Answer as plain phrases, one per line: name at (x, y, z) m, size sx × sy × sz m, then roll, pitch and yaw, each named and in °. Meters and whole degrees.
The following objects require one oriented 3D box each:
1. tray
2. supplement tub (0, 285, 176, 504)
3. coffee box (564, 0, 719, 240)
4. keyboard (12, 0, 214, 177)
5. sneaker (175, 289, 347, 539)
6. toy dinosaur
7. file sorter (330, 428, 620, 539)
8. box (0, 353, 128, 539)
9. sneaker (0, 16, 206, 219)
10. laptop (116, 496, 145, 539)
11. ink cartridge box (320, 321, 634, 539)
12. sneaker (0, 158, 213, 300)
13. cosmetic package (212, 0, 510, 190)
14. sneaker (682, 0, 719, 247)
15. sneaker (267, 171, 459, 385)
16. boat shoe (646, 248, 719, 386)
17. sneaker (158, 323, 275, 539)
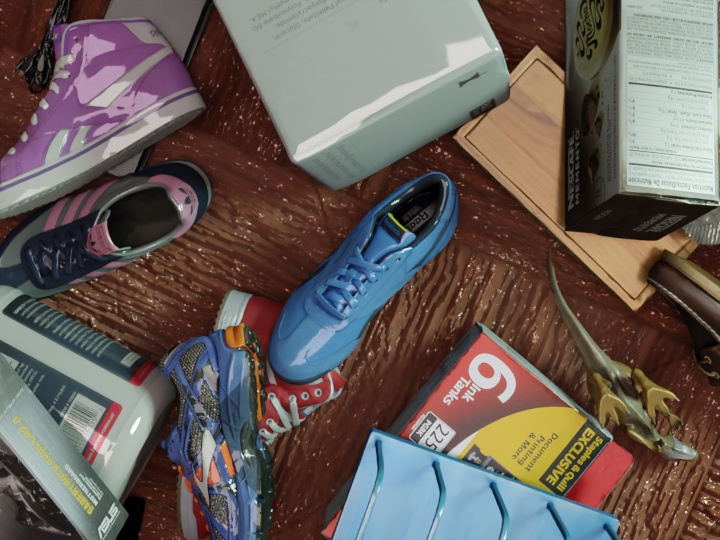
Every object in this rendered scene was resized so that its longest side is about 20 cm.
tray at (0.177, -0.072, 1.054) m, size 0.200 × 0.037 × 0.099 m, roll 43°, pitch 93°, yaw 1°
supplement tub at (-0.256, 0.100, 1.026) m, size 0.199 × 0.140 × 0.141 m, roll 28°, pitch 93°, yaw 1°
coffee box at (0.205, -0.133, 0.982) m, size 0.079 × 0.113 × 0.202 m, roll 5°, pitch 78°, yaw -11°
keyboard at (-0.199, -0.184, 1.071) m, size 0.126 × 0.021 × 0.201 m, roll 24°, pitch 93°, yaw -5°
sneaker at (-0.076, 0.125, 1.055) m, size 0.112 × 0.071 × 0.202 m, roll 13°, pitch 91°, yaw 5°
toy dinosaur at (0.192, 0.084, 1.036) m, size 0.060 × 0.106 × 0.201 m, roll -35°, pitch 98°, yaw 0°
file sorter at (0.078, 0.221, 0.945) m, size 0.199 × 0.123 × 0.140 m, roll 20°, pitch 94°, yaw -1°
box at (-0.288, 0.154, 0.955) m, size 0.199 × 0.048 × 0.159 m, roll -19°, pitch 116°, yaw 31°
sneaker at (-0.233, -0.124, 1.034) m, size 0.200 × 0.073 × 0.115 m, roll -32°, pitch 93°, yaw -10°
laptop at (-0.300, 0.252, 1.101) m, size 0.199 × 0.103 × 0.179 m, roll 10°, pitch 94°, yaw -24°
ink cartridge box at (0.098, 0.174, 1.045) m, size 0.175 × 0.084 × 0.200 m, roll 38°, pitch 94°, yaw -1°
sneaker at (-0.213, -0.028, 1.043) m, size 0.199 × 0.082 × 0.070 m, roll -28°, pitch 102°, yaw 8°
cosmetic package at (-0.006, -0.190, 0.975) m, size 0.164 × 0.165 × 0.201 m, roll -27°, pitch 82°, yaw 7°
sneaker at (0.292, -0.107, 1.036) m, size 0.099 × 0.069 × 0.202 m, roll 12°, pitch 71°, yaw -34°
sneaker at (0.000, 0.000, 1.014) m, size 0.066 × 0.079 × 0.200 m, roll 41°, pitch 75°, yaw 13°
boat shoe at (0.295, 0.063, 1.028) m, size 0.199 × 0.070 × 0.070 m, roll 36°, pitch 101°, yaw -10°
sneaker at (-0.108, 0.141, 0.994) m, size 0.078 × 0.075 × 0.202 m, roll -3°, pitch 92°, yaw 7°
